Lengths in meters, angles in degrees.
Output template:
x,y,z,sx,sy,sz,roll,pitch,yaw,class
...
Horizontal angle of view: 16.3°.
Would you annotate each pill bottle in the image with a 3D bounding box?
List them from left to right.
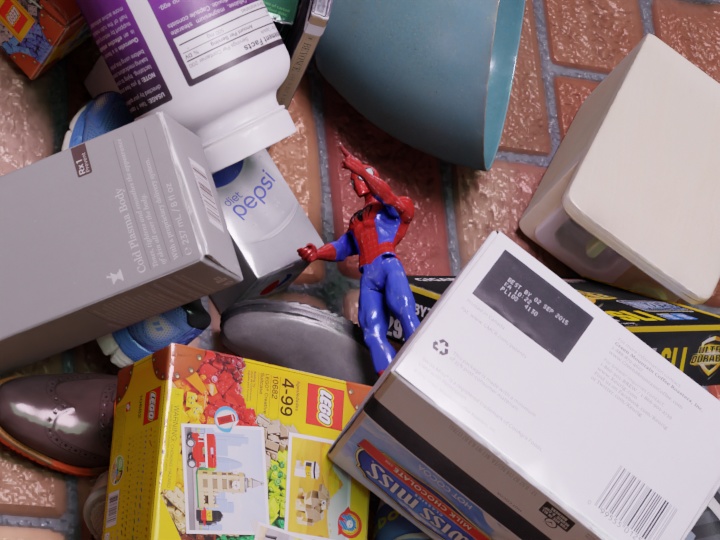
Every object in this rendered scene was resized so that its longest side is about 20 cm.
x,y,z,sx,sy,sz,roll,pitch,yaw,class
-0.120,-0.165,1.655,0.112,0.112,0.200,-29,96,-35,pill bottle

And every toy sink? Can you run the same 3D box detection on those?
x,y,z,sx,sy,sz,roll,pitch,yaw,class
0.206,-0.051,1.856,0.130,0.112,0.200,35,49,-7,toy sink

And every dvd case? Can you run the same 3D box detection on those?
x,y,z,sx,sy,sz,roll,pitch,yaw,class
-0.038,-0.179,1.746,0.016,0.200,0.149,17,58,-7,dvd case

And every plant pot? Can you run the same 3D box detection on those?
x,y,z,sx,sy,sz,roll,pitch,yaw,class
0.042,-0.181,1.812,0.135,0.200,0.200,9,58,8,plant pot

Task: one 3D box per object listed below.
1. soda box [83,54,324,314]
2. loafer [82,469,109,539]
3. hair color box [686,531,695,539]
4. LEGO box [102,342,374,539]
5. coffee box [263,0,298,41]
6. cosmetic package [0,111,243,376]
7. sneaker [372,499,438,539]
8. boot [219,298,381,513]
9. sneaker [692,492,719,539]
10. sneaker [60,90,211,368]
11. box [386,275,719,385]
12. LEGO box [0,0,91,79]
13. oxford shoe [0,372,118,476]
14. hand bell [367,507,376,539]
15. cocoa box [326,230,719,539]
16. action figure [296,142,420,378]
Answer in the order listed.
x,y,z,sx,sy,sz,roll,pitch,yaw,class
-0.110,-0.074,1.738,0.063,0.068,0.200,-25,79,-34,soda box
-0.088,0.176,1.628,0.200,0.072,0.063,29,39,-18,loafer
0.119,0.155,1.678,0.200,0.099,0.061,39,57,-26,hair color box
-0.076,0.161,1.542,0.149,0.077,0.200,13,69,-27,LEGO box
-0.064,-0.231,1.800,0.044,0.123,0.200,18,61,-10,coffee box
-0.187,-0.012,1.589,0.200,0.090,0.107,-22,75,9,cosmetic package
0.098,0.180,1.609,0.200,0.074,0.082,17,34,-22,sneaker
-0.016,0.109,1.694,0.200,0.070,0.132,23,62,-9,boot
0.229,0.203,1.763,0.200,0.072,0.083,40,56,-3,sneaker
-0.139,-0.033,1.673,0.079,0.089,0.200,17,51,-55,sneaker
0.138,0.041,1.727,0.200,0.160,0.049,0,104,-40,box
-0.203,-0.255,1.767,0.149,0.077,0.200,47,54,0,LEGO box
-0.144,0.093,1.630,0.200,0.073,0.071,9,61,-23,oxford shoe
0.039,0.214,1.639,0.200,0.104,0.104,45,54,0,hand bell
0.107,0.104,1.521,0.200,0.131,0.133,38,57,2,cocoa box
0.000,0.000,1.667,0.099,0.065,0.200,33,37,-41,action figure
